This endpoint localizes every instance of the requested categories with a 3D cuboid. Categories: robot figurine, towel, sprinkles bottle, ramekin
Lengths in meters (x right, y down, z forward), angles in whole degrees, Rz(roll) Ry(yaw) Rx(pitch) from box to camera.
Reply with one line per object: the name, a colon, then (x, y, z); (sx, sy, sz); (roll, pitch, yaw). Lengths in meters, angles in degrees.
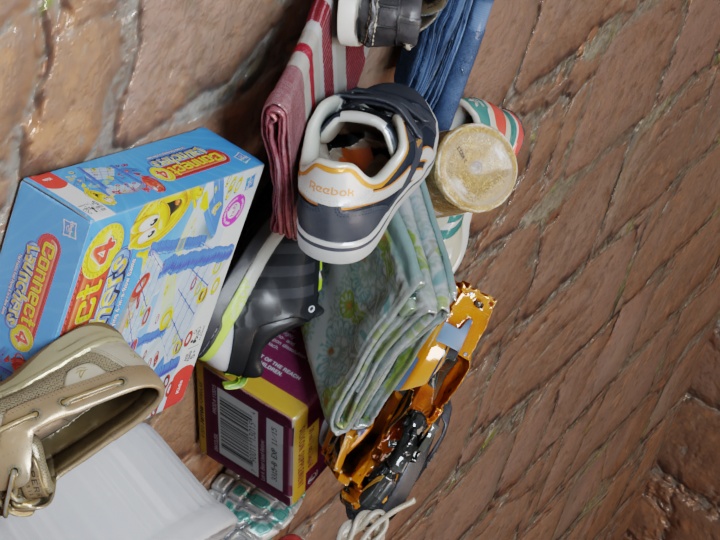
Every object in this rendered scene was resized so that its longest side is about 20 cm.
robot figurine: (0.032, 0.095, 1.393); (0.200, 0.058, 0.145); (-59, -169, -1)
towel: (0.000, 0.000, 1.331); (0.048, 0.200, 0.171); (8, 136, -26)
sprinkles bottle: (0.053, -0.073, 1.389); (0.068, 0.068, 0.200); (-55, -165, -14)
ramekin: (-0.190, 0.189, 1.183); (0.200, 0.098, 0.200); (-36, 173, -5)
towel: (0.071, -0.215, 1.368); (0.112, 0.048, 0.200); (-94, -161, -57)
towel: (-0.028, -0.140, 1.236); (0.144, 0.023, 0.200); (90, 16, -54)

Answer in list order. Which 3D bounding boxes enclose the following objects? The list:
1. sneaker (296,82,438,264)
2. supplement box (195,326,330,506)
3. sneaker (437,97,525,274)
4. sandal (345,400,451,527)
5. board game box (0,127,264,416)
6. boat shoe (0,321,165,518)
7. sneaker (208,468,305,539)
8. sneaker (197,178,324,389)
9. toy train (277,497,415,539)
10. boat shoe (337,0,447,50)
sneaker: (0.010, -0.091, 1.220); (0.200, 0.078, 0.079); (-68, 165, -52)
supplement box: (-0.037, 0.073, 1.472); (0.200, 0.103, 0.131); (-48, 156, -32)
sneaker: (0.068, -0.070, 1.607); (0.093, 0.070, 0.200); (22, 100, -53)
sandal: (0.050, 0.125, 1.465); (0.043, 0.076, 0.200); (29, 85, -32)
board game box: (-0.164, 0.020, 1.156); (0.196, 0.056, 0.200); (-26, 142, -58)
boat shoe: (-0.207, 0.108, 1.034); (0.200, 0.065, 0.071); (-38, 145, -17)
sneaker: (-0.124, 0.244, 1.579); (0.200, 0.078, 0.091); (-47, 173, -23)
sneaker: (-0.056, -0.003, 1.325); (0.200, 0.083, 0.072); (-54, -160, 5)
toy train: (-0.040, 0.254, 1.353); (0.200, 0.085, 0.116); (-33, 161, -23)
boat shoe: (0.033, -0.199, 1.261); (0.200, 0.060, 0.074); (-51, 148, -71)
